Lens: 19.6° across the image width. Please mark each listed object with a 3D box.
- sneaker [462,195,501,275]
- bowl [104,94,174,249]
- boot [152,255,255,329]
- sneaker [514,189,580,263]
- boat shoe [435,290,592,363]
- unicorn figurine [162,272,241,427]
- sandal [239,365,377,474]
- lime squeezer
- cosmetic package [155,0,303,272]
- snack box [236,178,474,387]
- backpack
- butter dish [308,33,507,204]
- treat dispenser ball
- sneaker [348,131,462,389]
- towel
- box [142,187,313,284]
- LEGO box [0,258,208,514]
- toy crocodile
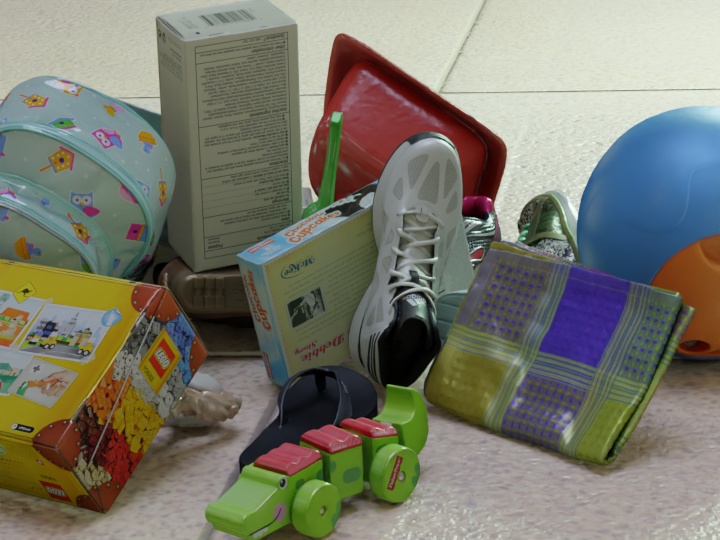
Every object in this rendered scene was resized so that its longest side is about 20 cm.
[{"bbox_3d":[0.067,-0.008,1.837,0.080,0.075,0.200,5,20,22],"label":"sneaker"},{"bbox_3d":[-0.171,-0.077,1.834,0.199,0.106,0.201,21,-1,1],"label":"bowl"},{"bbox_3d":[-0.078,0.018,1.791,0.198,0.073,0.166,9,3,-11],"label":"boot"},{"bbox_3d":[0.159,-0.018,1.871,0.088,0.078,0.200,-14,16,-8],"label":"sneaker"},{"bbox_3d":[0.135,0.069,1.615,0.066,0.074,0.199,8,13,-41],"label":"boat shoe"},{"bbox_3d":[-0.162,0.083,1.611,0.136,0.074,0.200,-4,29,-39],"label":"unicorn figurine"},{"bbox_3d":[-0.034,0.107,1.535,0.075,0.043,0.200,1,18,12],"label":"sandal"},{"bbox_3d":[-0.030,-0.039,1.722,0.037,0.201,0.071,-2,54,0],"label":"lime squeezer"},{"bbox_3d":[-0.106,-0.111,1.703,0.103,0.202,0.073,-11,27,-22],"label":"cosmetic package"},{"bbox_3d":[0.000,0.000,1.681,0.199,0.117,0.037,-28,30,-28],"label":"snack box"},{"bbox_3d":[-0.244,-0.042,1.643,0.175,0.201,0.154,31,31,-3],"label":"backpack"},{"bbox_3d":[0.019,-0.087,1.948,0.199,0.200,0.148,34,65,11],"label":"butter dish"},{"bbox_3d":[0.272,-0.030,1.659,0.199,0.203,0.201,-3,17,1],"label":"treat dispenser ball"},{"bbox_3d":[0.049,-0.001,1.607,0.075,0.202,0.115,10,11,-16],"label":"sneaker"},{"bbox_3d":[0.140,0.058,1.539,0.199,0.144,0.023,20,-13,46],"label":"towel"},{"bbox_3d":[-0.140,-0.032,1.957,0.198,0.069,0.082,-4,16,-4],"label":"box"},{"bbox_3d":[-0.235,0.077,1.497,0.199,0.077,0.149,9,53,35],"label":"LEGO box"},{"bbox_3d":[-0.024,0.134,1.415,0.067,0.062,0.199,14,24,43],"label":"toy crocodile"}]
